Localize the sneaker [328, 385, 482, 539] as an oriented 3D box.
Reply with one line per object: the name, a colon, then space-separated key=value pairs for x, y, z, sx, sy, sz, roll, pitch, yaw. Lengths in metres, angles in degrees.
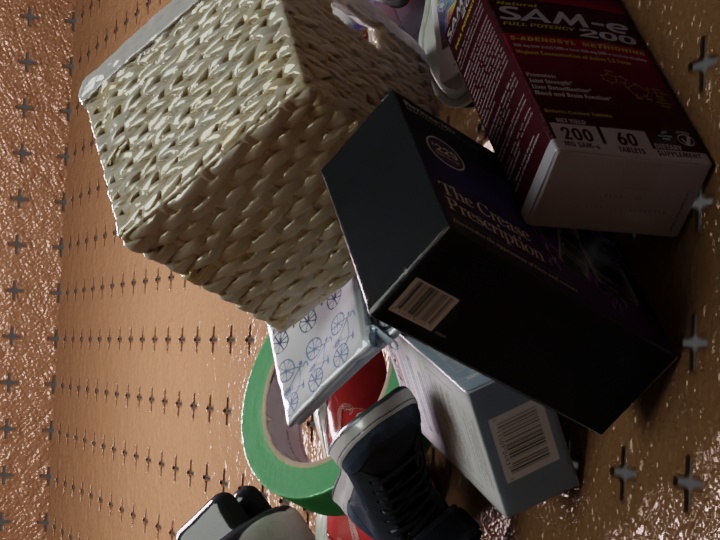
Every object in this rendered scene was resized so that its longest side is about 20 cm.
sneaker: x=0.045 y=0.173 z=1.265 sx=0.147 sy=0.077 sz=0.203 roll=50 pitch=165 yaw=20

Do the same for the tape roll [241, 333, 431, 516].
tape roll: x=-0.013 y=0.099 z=1.458 sx=0.199 sy=0.048 sz=0.202 roll=-26 pitch=50 yaw=35

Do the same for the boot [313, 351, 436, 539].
boot: x=0.021 y=0.140 z=1.479 sx=0.144 sy=0.072 sz=0.202 roll=-28 pitch=58 yaw=57

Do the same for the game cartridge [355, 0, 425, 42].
game cartridge: x=-0.018 y=-0.199 z=1.510 sx=0.199 sy=0.042 sz=0.134 roll=-34 pitch=37 yaw=13

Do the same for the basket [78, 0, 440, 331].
basket: x=-0.060 y=-0.095 z=1.267 sx=0.199 sy=0.198 sz=0.162 roll=-37 pitch=48 yaw=21

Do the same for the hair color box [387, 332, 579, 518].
hair color box: x=0.079 y=0.087 z=1.262 sx=0.200 sy=0.060 sz=0.100 roll=-141 pitch=30 yaw=-67

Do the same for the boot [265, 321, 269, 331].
boot: x=0.000 y=0.000 z=1.376 sx=0.201 sy=0.077 sz=0.139 roll=-57 pitch=25 yaw=17

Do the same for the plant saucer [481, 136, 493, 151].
plant saucer: x=0.112 y=-0.028 z=1.279 sx=0.200 sy=0.035 sz=0.203 roll=-176 pitch=90 yaw=-71

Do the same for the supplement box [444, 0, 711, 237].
supplement box: x=0.133 y=-0.110 z=1.121 sx=0.201 sy=0.108 sz=0.061 roll=-109 pitch=30 yaw=-46

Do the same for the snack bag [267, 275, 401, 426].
snack bag: x=-0.003 y=-0.009 z=1.322 sx=0.200 sy=0.021 sz=0.190 roll=-42 pitch=40 yaw=28

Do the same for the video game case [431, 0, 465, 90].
video game case: x=0.101 y=-0.250 z=1.293 sx=0.143 sy=0.018 sz=0.202 roll=-31 pitch=54 yaw=40

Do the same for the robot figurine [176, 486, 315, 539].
robot figurine: x=-0.076 y=0.289 z=1.538 sx=0.201 sy=0.149 sz=0.125 roll=53 pitch=152 yaw=15

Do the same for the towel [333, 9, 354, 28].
towel: x=-0.050 y=-0.240 z=1.467 sx=0.146 sy=0.024 sz=0.202 roll=-13 pitch=69 yaw=45

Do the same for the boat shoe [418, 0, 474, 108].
boat shoe: x=0.084 y=-0.210 z=1.364 sx=0.075 sy=0.060 sz=0.202 roll=-23 pitch=60 yaw=38

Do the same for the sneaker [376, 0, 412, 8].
sneaker: x=0.037 y=-0.292 z=1.468 sx=0.201 sy=0.086 sz=0.074 roll=-104 pitch=30 yaw=-42

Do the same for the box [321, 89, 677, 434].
box: x=0.084 y=-0.004 z=1.088 sx=0.079 sy=0.199 sz=0.142 roll=-48 pitch=36 yaw=20
